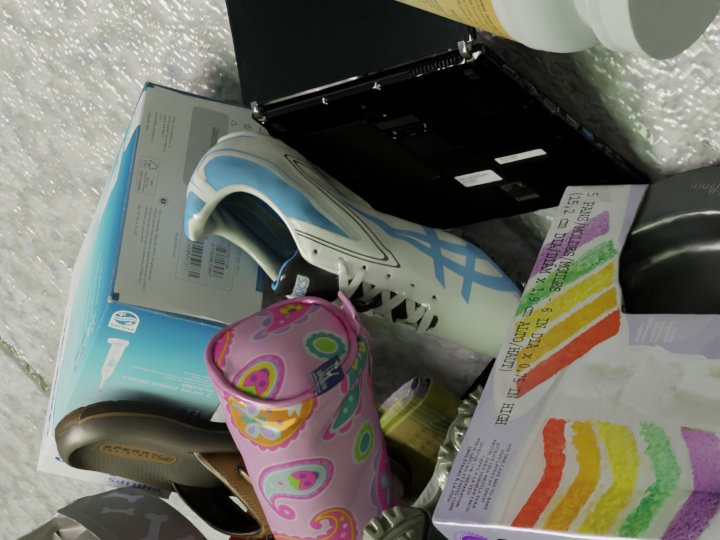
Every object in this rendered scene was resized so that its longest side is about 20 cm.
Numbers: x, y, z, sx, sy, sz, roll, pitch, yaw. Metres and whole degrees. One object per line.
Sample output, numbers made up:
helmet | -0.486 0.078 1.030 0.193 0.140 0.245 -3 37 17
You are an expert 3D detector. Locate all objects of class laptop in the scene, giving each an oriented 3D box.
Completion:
laptop | 0.030 -0.118 1.125 0.199 0.104 0.176 35 153 -31

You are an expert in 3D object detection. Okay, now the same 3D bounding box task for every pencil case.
pencil case | -0.016 0.105 1.156 0.087 0.087 0.201 16 137 34

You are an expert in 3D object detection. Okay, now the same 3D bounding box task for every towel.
towel | 0.078 0.137 1.271 0.199 0.023 0.144 33 143 -9

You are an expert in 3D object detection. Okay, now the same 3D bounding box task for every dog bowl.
dog bowl | -0.123 0.216 1.294 0.199 0.058 0.202 32 135 38

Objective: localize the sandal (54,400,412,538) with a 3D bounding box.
sandal | -0.070 0.115 1.232 0.198 0.055 0.082 12 146 -19

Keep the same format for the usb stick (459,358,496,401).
usb stick | 0.100 0.055 1.205 0.055 0.033 0.200 40 143 4

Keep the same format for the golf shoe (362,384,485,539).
golf shoe | 0.067 0.121 1.144 0.078 0.200 0.097 44 170 22

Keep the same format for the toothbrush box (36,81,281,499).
toothbrush box | -0.115 0.016 1.267 0.085 0.147 0.200 14 144 -13

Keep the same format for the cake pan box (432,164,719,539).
cake pan box | 0.145 0.046 1.019 0.183 0.201 0.052 3 148 42

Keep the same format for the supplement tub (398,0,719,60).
supplement tub | 0.055 -0.174 0.930 0.199 0.144 0.145 22 138 28

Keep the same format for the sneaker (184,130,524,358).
sneaker | 0.000 0.000 1.157 0.199 0.073 0.072 27 149 2

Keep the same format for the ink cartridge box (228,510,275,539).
ink cartridge box | -0.004 0.231 1.339 0.199 0.147 0.083 30 175 38
